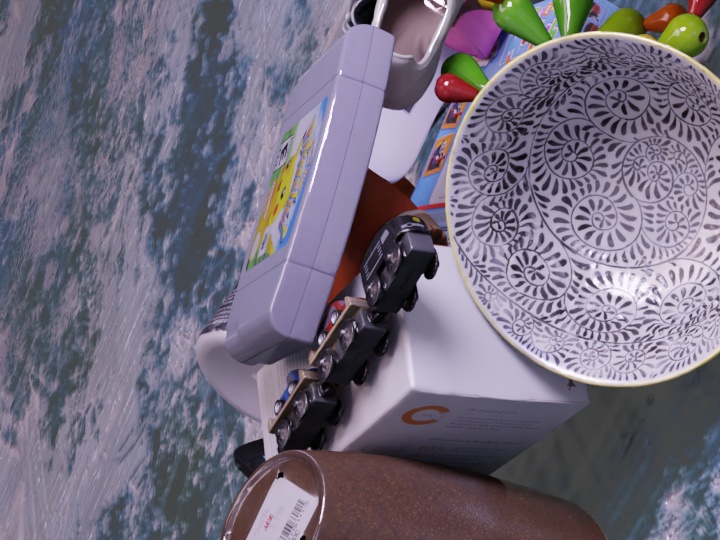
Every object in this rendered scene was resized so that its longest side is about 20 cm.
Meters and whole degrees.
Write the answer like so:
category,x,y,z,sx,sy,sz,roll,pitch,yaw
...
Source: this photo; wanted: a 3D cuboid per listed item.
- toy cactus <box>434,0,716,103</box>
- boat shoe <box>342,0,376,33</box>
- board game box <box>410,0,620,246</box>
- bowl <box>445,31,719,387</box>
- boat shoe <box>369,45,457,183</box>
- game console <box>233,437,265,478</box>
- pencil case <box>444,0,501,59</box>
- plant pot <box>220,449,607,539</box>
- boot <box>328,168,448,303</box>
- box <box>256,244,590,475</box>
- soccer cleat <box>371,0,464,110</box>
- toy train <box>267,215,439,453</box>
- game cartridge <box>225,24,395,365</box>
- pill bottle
category,x,y,z,sx,sy,sz,roll,pitch,yaw
toy cactus,0.125,-0.111,1.310,0.198,0.102,0.167,-2,69,29
boat shoe,0.026,-0.203,1.678,0.200,0.071,0.071,7,83,67
board game box,0.094,-0.088,1.447,0.151,0.036,0.202,-5,61,67
bowl,0.157,-0.041,1.214,0.094,0.200,0.202,-23,-39,-61
boat shoe,0.038,-0.133,1.551,0.201,0.072,0.068,-60,13,-27
game console,0.006,0.091,1.511,0.200,0.174,0.118,-152,49,-67
pencil case,0.099,-0.252,1.481,0.201,0.090,0.094,-58,2,1
plant pot,0.020,0.186,1.249,0.186,0.199,0.188,-32,43,35
boot,0.000,0.000,1.430,0.107,0.075,0.201,46,151,24
box,0.033,0.072,1.309,0.200,0.123,0.098,-43,48,52
soccer cleat,0.045,-0.198,1.377,0.078,0.069,0.202,114,172,-66
toy train,-0.008,0.040,1.224,0.201,0.034,0.046,-58,33,41
game cartridge,-0.031,-0.046,1.292,0.133,0.040,0.202,156,131,-67
pill bottle,-0.028,0.011,1.548,0.201,0.106,0.106,-55,11,-31
